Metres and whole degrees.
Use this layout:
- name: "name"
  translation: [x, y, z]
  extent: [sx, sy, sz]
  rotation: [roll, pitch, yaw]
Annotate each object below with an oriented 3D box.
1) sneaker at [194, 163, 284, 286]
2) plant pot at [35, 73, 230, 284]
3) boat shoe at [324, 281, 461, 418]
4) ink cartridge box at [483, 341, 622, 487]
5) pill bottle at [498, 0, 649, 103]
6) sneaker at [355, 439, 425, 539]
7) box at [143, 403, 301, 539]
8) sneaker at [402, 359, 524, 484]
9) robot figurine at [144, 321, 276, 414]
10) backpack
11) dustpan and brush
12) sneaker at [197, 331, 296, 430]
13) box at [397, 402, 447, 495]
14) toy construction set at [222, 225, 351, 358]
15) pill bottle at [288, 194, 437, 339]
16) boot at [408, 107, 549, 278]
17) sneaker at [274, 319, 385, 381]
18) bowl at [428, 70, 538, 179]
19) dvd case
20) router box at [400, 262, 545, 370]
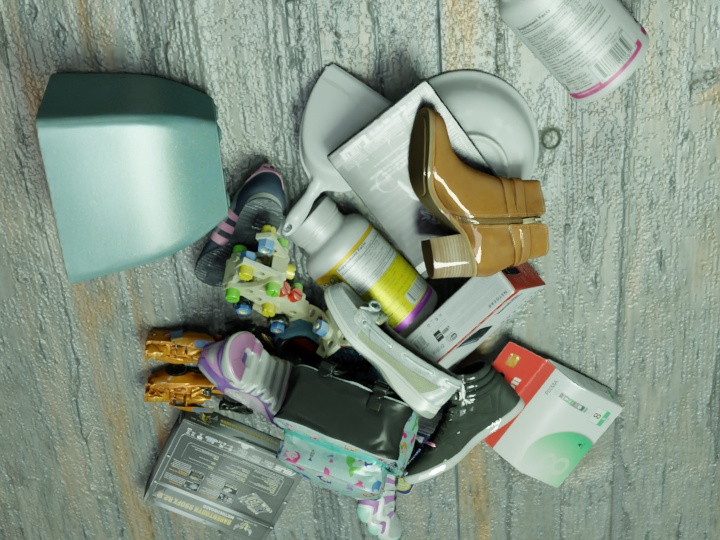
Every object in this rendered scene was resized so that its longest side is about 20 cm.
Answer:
- name: "sneaker"
  translation: [-0.152, -0.055, 1.335]
  extent: [0.069, 0.083, 0.200]
  rotation: [24, 136, -24]
- name: "plant pot"
  translation: [-0.260, -0.125, 1.229]
  extent: [0.196, 0.196, 0.200]
  rotation: [-8, 117, -7]
- name: "boat shoe"
  translation: [0.035, 0.085, 1.247]
  extent: [0.065, 0.074, 0.202]
  rotation: [-46, 72, 11]
- name: "ink cartridge box"
  translation: [0.248, 0.206, 1.460]
  extent: [0.198, 0.050, 0.162]
  rotation: [25, 113, -25]
- name: "pill bottle"
  translation: [0.231, -0.301, 1.192]
  extent: [0.113, 0.114, 0.200]
  rotation: [-41, 110, 17]
- name: "sneaker"
  translation: [0.048, 0.286, 1.458]
  extent: [0.138, 0.078, 0.202]
  rotation: [-26, 114, 12]
- name: "box"
  translation: [-0.196, 0.300, 1.511]
  extent: [0.197, 0.049, 0.160]
  rotation: [24, 114, -12]
- name: "sneaker"
  translation: [0.120, 0.198, 1.398]
  extent: [0.199, 0.071, 0.100]
  rotation: [-36, 100, -10]
- name: "robot figurine"
  translation: [-0.198, 0.141, 1.427]
  extent: [0.196, 0.058, 0.147]
  rotation: [4, 117, -3]
- name: "backpack"
  translation: [-0.014, 0.207, 1.322]
  extent: [0.175, 0.200, 0.153]
  rotation: [18, 83, 11]
- name: "dustpan and brush"
  translation: [-0.039, -0.131, 1.266]
  extent: [0.139, 0.057, 0.201]
  rotation: [34, 81, 9]
- name: "sneaker"
  translation: [-0.143, 0.147, 1.360]
  extent: [0.087, 0.082, 0.200]
  rotation: [-5, 144, 32]
- name: "box"
  translation: [0.057, 0.223, 1.488]
  extent: [0.119, 0.033, 0.202]
  rotation: [21, 112, -11]
- name: "toy construction set"
  translation: [-0.095, 0.030, 1.302]
  extent: [0.130, 0.093, 0.200]
  rotation: [-21, 127, 38]
- name: "pill bottle"
  translation: [0.000, 0.000, 1.331]
  extent: [0.104, 0.104, 0.200]
  rotation: [-42, 100, 17]
- name: "boot"
  translation: [0.140, -0.096, 1.202]
  extent: [0.152, 0.074, 0.204]
  rotation: [-10, 101, -14]
- name: "sneaker"
  translation: [-0.029, 0.121, 1.389]
  extent: [0.197, 0.090, 0.079]
  rotation: [20, 124, 0]
- name: "bowl"
  translation: [0.132, -0.137, 1.283]
  extent: [0.197, 0.091, 0.205]
  rotation: [-1, 116, -2]
- name: "dvd case"
  translation: [0.077, -0.106, 1.236]
  extent: [0.148, 0.016, 0.201]
  rotation: [-36, 111, 12]
- name: "router box"
  translation: [0.135, 0.068, 1.336]
  extent: [0.200, 0.179, 0.049]
  rotation: [-44, 76, 18]
